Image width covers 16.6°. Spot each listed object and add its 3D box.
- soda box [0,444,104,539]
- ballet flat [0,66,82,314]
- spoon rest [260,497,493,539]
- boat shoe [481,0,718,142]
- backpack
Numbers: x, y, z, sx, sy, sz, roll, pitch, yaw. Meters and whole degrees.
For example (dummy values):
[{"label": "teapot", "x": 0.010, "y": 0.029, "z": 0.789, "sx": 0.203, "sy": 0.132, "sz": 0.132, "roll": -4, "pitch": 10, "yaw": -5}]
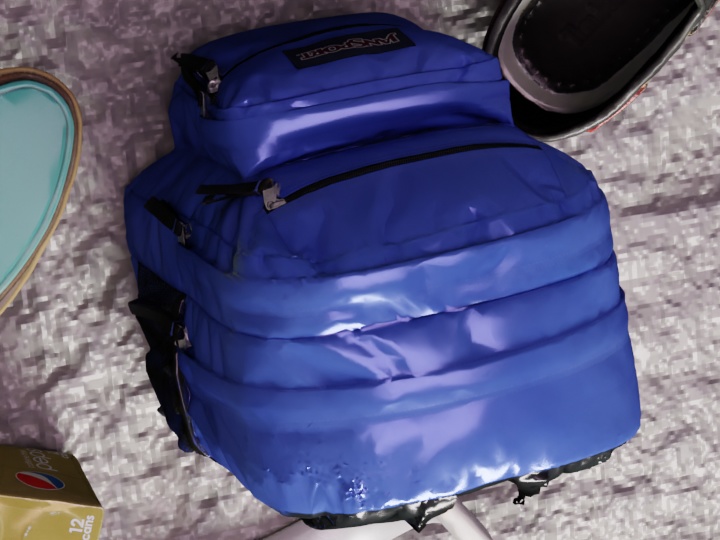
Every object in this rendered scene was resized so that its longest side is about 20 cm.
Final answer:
[{"label": "soda box", "x": -0.156, "y": 0.169, "z": 0.958, "sx": 0.068, "sy": 0.064, "sz": 0.200, "roll": 9, "pitch": 101, "yaw": -19}, {"label": "ballet flat", "x": -0.170, "y": 0.012, "z": 0.913, "sx": 0.069, "sy": 0.063, "sz": 0.200, "roll": 32, "pitch": 87, "yaw": -14}, {"label": "spoon rest", "x": -0.037, "y": 0.146, "z": 1.001, "sx": 0.200, "sy": 0.061, "sz": 0.099, "roll": -37, "pitch": 112, "yaw": 10}, {"label": "boat shoe", "x": 0.115, "y": -0.127, "z": 0.914, "sx": 0.074, "sy": 0.063, "sz": 0.201, "roll": 36, "pitch": 122, "yaw": -4}, {"label": "backpack", "x": 0.000, "y": 0.000, "z": 0.887, "sx": 0.162, "sy": 0.200, "sz": 0.168, "roll": -17, "pitch": 109, "yaw": -11}]
